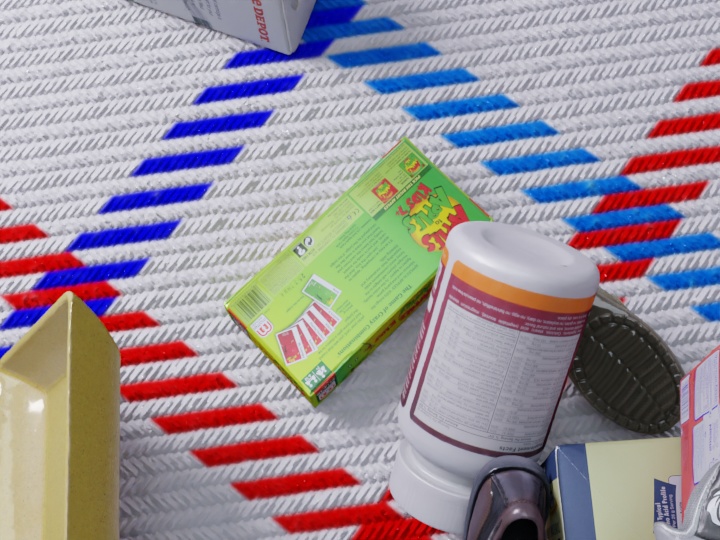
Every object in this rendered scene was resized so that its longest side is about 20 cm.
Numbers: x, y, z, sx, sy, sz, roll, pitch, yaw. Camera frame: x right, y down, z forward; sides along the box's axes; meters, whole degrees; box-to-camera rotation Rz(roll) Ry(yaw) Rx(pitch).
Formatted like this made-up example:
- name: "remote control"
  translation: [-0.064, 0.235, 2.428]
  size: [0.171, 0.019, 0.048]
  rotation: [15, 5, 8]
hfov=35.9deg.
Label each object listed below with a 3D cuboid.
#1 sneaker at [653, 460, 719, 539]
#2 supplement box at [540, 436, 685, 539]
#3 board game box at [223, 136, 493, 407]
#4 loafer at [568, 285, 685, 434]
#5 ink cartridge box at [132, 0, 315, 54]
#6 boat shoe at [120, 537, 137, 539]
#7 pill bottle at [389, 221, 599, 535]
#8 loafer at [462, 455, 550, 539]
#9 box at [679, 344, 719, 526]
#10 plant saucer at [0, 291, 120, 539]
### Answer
- name: "sneaker"
  translation: [0.246, 0.124, 0.573]
  size: [0.198, 0.075, 0.116]
  rotation: [-17, 70, -3]
- name: "supplement box"
  translation: [0.230, 0.221, 0.756]
  size: [0.198, 0.134, 0.202]
  rotation: [-3, 72, 1]
- name: "board game box"
  translation: [0.000, 0.000, 0.882]
  size: [0.200, 0.048, 0.102]
  rotation: [-43, 76, -10]
- name: "loafer"
  translation: [0.170, 0.042, 0.851]
  size: [0.200, 0.068, 0.076]
  rotation: [44, 104, -1]
- name: "ink cartridge box"
  translation: [-0.137, -0.276, 0.925]
  size: [0.198, 0.147, 0.084]
  rotation: [21, 73, 8]
- name: "boat shoe"
  translation: [-0.119, 0.263, 0.793]
  size: [0.199, 0.065, 0.074]
  rotation: [29, 75, 11]
- name: "pill bottle"
  translation: [0.088, 0.076, 0.782]
  size: [0.109, 0.110, 0.202]
  rotation: [18, 108, 8]
- name: "loafer"
  translation: [0.093, 0.226, 0.746]
  size: [0.071, 0.063, 0.202]
  rotation: [3, 109, -1]
- name: "box"
  translation: [0.247, 0.152, 0.653]
  size: [0.094, 0.103, 0.202]
  rotation: [4, 71, 3]
- name: "plant saucer"
  translation: [-0.216, 0.139, 0.791]
  size: [0.048, 0.200, 0.202]
  rotation: [7, 68, -30]
